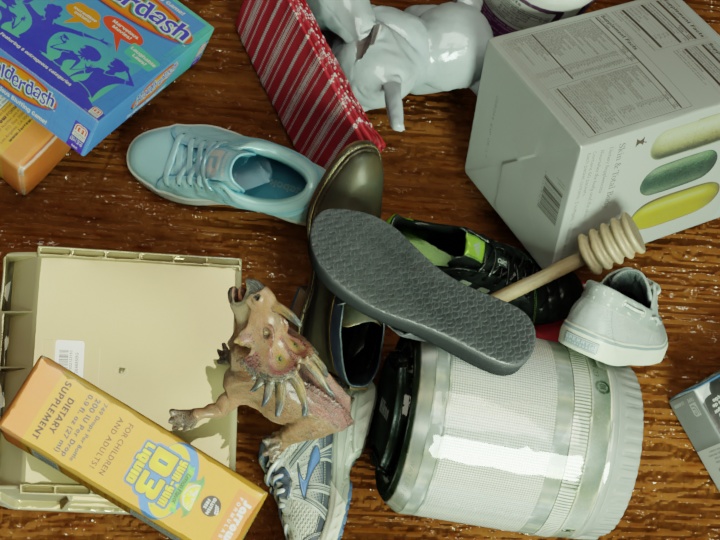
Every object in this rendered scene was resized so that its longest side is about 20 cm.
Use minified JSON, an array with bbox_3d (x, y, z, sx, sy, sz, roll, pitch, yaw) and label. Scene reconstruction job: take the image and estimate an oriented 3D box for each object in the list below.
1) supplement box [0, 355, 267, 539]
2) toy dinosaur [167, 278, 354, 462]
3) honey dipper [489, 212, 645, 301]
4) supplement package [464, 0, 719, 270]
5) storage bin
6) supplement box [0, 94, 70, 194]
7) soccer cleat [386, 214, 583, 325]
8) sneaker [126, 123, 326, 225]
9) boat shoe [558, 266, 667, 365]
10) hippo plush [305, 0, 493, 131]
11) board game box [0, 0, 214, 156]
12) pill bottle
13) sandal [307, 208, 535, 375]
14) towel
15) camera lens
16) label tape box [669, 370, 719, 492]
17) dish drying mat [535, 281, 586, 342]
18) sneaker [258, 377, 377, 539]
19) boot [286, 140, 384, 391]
[{"bbox_3d":[-0.169,0.144,1.033,0.199,0.069,0.067,31,73,-3],"label":"supplement box"},{"bbox_3d":[-0.050,0.090,1.048,0.199,0.135,0.087,31,57,-41],"label":"toy dinosaur"},{"bbox_3d":[0.143,0.012,1.158,0.199,0.038,0.038,-29,78,21],"label":"honey dipper"},{"bbox_3d":[0.220,-0.122,1.207,0.198,0.153,0.151,-18,51,-22],"label":"supplement package"},{"bbox_3d":[-0.196,0.092,1.127,0.196,0.094,0.202,4,74,-10],"label":"storage bin"},{"bbox_3d":[-0.342,-0.159,1.179,0.199,0.067,0.069,39,70,1],"label":"supplement box"},{"bbox_3d":[0.105,0.000,1.200,0.198,0.081,0.068,14,68,-7],"label":"soccer cleat"},{"bbox_3d":[-0.115,-0.092,1.179,0.198,0.082,0.075,10,81,13],"label":"sneaker"},{"bbox_3d":[0.225,0.035,1.161,0.070,0.200,0.072,26,101,23],"label":"boat shoe"},{"bbox_3d":[0.035,-0.213,1.222,0.160,0.200,0.161,-19,99,-24],"label":"hippo plush"},{"bbox_3d":[-0.237,-0.200,1.182,0.152,0.045,0.200,36,39,1],"label":"board game box"},{"bbox_3d":[0.161,-0.269,1.245,0.111,0.200,0.113,4,71,-13],"label":"pill bottle"},{"bbox_3d":[0.041,0.025,1.078,0.199,0.043,0.076,33,56,-2],"label":"sandal"},{"bbox_3d":[-0.048,-0.164,1.205,0.022,0.145,0.201,-23,79,-23],"label":"towel"},{"bbox_3d":[0.114,0.131,1.140,0.198,0.160,0.162,10,72,-8],"label":"camera lens"},{"bbox_3d":[0.391,0.167,1.235,0.142,0.066,0.201,-25,78,-17],"label":"label tape box"},{"bbox_3d":[0.139,0.044,1.247,0.198,0.018,0.078,4,72,-11],"label":"dish drying mat"},{"bbox_3d":[-0.049,0.178,1.147,0.084,0.077,0.202,16,62,-2],"label":"sneaker"},{"bbox_3d":[0.000,0.000,1.135,0.074,0.202,0.097,-5,33,-30],"label":"boot"}]
